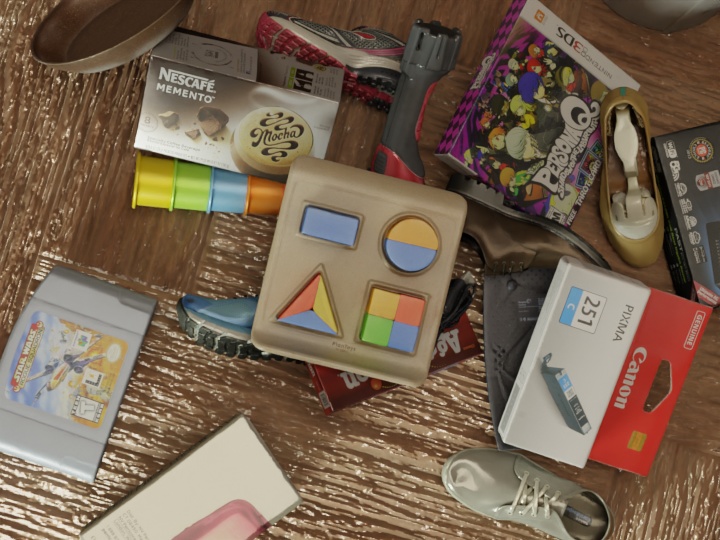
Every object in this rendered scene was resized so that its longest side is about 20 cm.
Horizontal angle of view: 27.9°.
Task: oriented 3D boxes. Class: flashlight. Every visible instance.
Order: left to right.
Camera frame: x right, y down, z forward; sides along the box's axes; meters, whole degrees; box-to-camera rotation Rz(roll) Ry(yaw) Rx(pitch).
[{"bbox_3d":[0.058,-0.160,1.521,0.067,0.068,0.201,17,112,-3],"label":"flashlight"}]

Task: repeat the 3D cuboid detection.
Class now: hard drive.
[{"bbox_3d":[0.196,0.090,1.568,0.134,0.042,0.202,-3,83,-8],"label":"hard drive"}]

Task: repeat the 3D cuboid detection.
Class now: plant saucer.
[{"bbox_3d":[-0.245,-0.261,1.495,0.200,0.200,0.037,-35,124,-10],"label":"plant saucer"}]

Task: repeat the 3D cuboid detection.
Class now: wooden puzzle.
[{"bbox_3d":[0.000,0.000,1.447,0.184,0.046,0.202,14,87,-4],"label":"wooden puzzle"}]

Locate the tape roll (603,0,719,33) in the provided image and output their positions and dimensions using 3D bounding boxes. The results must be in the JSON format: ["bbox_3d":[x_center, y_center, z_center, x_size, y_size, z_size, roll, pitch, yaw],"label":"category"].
[{"bbox_3d":[0.355,-0.380,1.594,0.201,0.139,0.205,1,83,-8],"label":"tape roll"}]

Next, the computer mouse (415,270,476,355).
[{"bbox_3d":[0.026,-0.007,1.507,0.200,0.053,0.139,43,55,0],"label":"computer mouse"}]

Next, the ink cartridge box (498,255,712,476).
[{"bbox_3d":[0.258,0.107,1.504,0.175,0.045,0.202,18,100,-7],"label":"ink cartridge box"}]

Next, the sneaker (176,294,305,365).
[{"bbox_3d":[-0.096,0.046,1.527,0.198,0.078,0.091,9,73,-15],"label":"sneaker"}]

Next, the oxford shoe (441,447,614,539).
[{"bbox_3d":[0.183,0.240,1.543,0.199,0.058,0.076,23,84,-3],"label":"oxford shoe"}]

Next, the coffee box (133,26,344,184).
[{"bbox_3d":[-0.127,-0.170,1.510,0.198,0.080,0.114,14,125,-6],"label":"coffee box"}]

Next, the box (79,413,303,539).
[{"bbox_3d":[-0.170,0.245,1.458,0.199,0.128,0.109,-35,89,-9],"label":"box"}]

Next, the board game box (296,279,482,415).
[{"bbox_3d":[0.029,0.071,1.518,0.199,0.019,0.104,-19,82,-32],"label":"board game box"}]

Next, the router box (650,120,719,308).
[{"bbox_3d":[0.407,-0.065,1.604,0.149,0.062,0.202,-14,86,-10],"label":"router box"}]

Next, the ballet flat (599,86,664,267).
[{"bbox_3d":[0.288,-0.096,1.570,0.068,0.063,0.202,-9,100,11],"label":"ballet flat"}]

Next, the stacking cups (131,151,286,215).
[{"bbox_3d":[-0.141,-0.083,1.541,0.198,0.060,0.061,7,83,-12],"label":"stacking cups"}]

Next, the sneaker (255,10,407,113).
[{"bbox_3d":[-0.019,-0.234,1.562,0.199,0.081,0.075,19,65,-19],"label":"sneaker"}]

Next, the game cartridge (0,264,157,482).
[{"bbox_3d":[-0.304,0.103,1.504,0.132,0.042,0.202,20,81,-9],"label":"game cartridge"}]

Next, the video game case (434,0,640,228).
[{"bbox_3d":[0.194,-0.164,1.568,0.181,0.036,0.201,33,79,-26],"label":"video game case"}]

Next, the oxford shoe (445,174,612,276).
[{"bbox_3d":[0.169,-0.021,1.537,0.199,0.073,0.085,25,79,10],"label":"oxford shoe"}]
